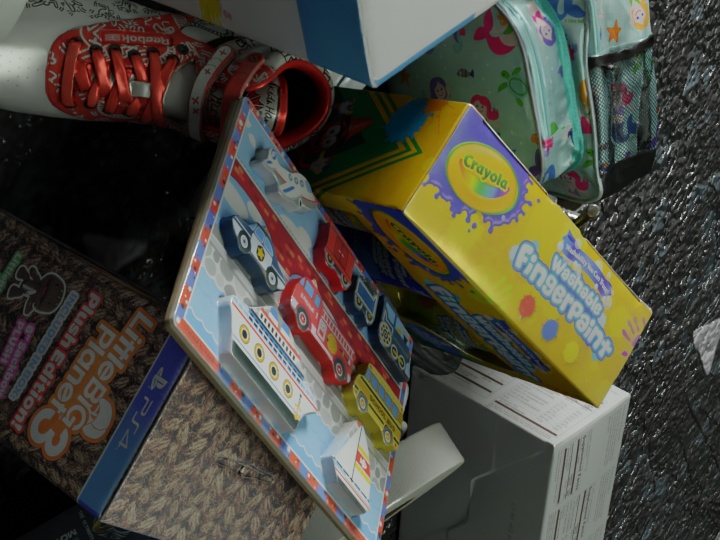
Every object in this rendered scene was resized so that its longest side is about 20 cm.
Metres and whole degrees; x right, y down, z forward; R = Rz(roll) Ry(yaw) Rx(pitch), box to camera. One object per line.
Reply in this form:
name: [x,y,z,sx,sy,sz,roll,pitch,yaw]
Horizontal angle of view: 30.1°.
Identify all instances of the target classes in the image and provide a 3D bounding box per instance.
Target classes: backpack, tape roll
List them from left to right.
tape roll: [-0.013,0.184,0.999,0.202,0.037,0.203,-34,169,-7]
backpack: [0.105,-0.153,0.909,0.150,0.177,0.202,-19,113,-41]

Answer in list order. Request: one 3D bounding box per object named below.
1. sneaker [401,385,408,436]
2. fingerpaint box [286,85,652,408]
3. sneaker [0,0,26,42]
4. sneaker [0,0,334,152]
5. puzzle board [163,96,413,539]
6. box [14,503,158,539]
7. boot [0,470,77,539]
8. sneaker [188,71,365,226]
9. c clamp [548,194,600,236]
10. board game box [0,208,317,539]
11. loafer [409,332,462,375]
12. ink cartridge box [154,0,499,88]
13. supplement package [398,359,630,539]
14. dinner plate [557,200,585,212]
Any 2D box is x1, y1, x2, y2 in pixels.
sneaker: [-0.037,0.061,0.903,0.114,0.075,0.201,-22,121,-8]
fingerpaint box: [0.048,-0.016,0.785,0.200,0.166,0.074,43,74,-36]
sneaker: [-0.186,-0.204,0.606,0.081,0.074,0.202,-1,109,-35]
sneaker: [-0.108,-0.103,0.706,0.200,0.108,0.068,-3,113,-41]
puzzle board: [-0.024,0.031,0.685,0.200,0.017,0.152,55,32,-38]
box: [-0.173,0.224,0.803,0.157,0.051,0.201,-29,146,-11]
boot: [-0.175,0.167,0.855,0.199,0.075,0.097,-31,145,-23]
sneaker: [-0.052,-0.112,0.840,0.071,0.073,0.201,42,76,-28]
c clamp: [0.057,-0.061,0.869,0.171,0.198,0.027,71,43,-78]
board game box: [-0.128,0.061,0.724,0.097,0.199,0.159,-60,144,-4]
loafer: [0.000,0.000,0.915,0.201,0.070,0.068,46,51,-28]
ink cartridge box: [-0.026,-0.213,0.680,0.146,0.199,0.147,-38,137,-31]
supplement package: [0.128,0.176,1.165,0.110,0.155,0.202,-25,130,-40]
dinner plate: [0.112,-0.033,1.026,0.200,0.200,0.024,-39,97,-30]
